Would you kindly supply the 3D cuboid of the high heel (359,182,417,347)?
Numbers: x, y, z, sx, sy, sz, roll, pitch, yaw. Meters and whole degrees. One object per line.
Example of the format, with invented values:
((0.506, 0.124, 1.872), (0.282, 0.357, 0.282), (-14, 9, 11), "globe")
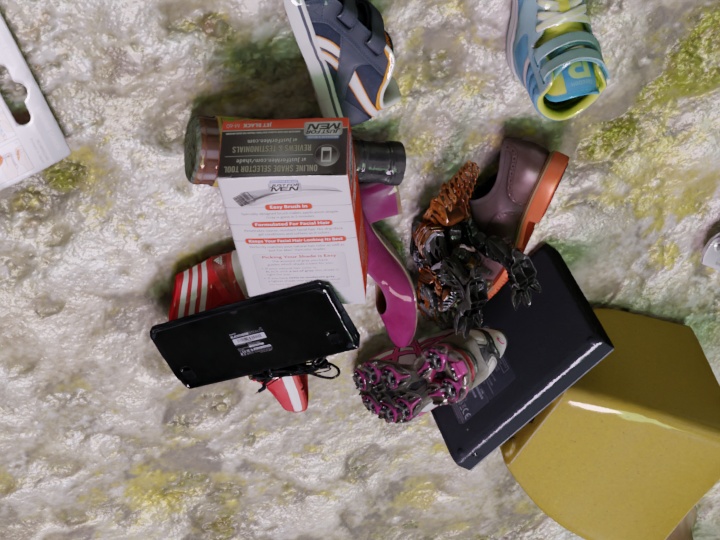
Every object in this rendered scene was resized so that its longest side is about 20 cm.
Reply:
((0.000, 0.000, 1.376), (0.095, 0.068, 0.202), (-16, 129, -10), "high heel")

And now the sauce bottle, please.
((-0.057, -0.103, 1.280), (0.197, 0.065, 0.065), (1, 129, -18), "sauce bottle")

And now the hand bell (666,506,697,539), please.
((0.400, 0.383, 1.729), (0.103, 0.201, 0.105), (-9, 131, -10), "hand bell")

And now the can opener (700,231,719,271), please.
((0.443, 0.003, 1.519), (0.198, 0.067, 0.053), (17, 122, -33), "can opener")

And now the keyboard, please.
((-0.093, 0.064, 1.335), (0.198, 0.040, 0.105), (-14, 120, 25), "keyboard")

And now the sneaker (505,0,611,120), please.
((0.173, -0.219, 1.205), (0.078, 0.131, 0.202), (-11, 131, -5), "sneaker")

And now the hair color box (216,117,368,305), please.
((-0.054, -0.047, 1.237), (0.109, 0.065, 0.201), (-1, 149, 4), "hair color box")

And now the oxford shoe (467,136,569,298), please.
((0.136, -0.050, 1.393), (0.072, 0.071, 0.201), (27, 130, 4), "oxford shoe")

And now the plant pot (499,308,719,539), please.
((0.248, 0.158, 1.510), (0.198, 0.195, 0.196), (20, 122, -23), "plant pot")

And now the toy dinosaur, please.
((0.088, -0.013, 1.351), (0.102, 0.136, 0.201), (-37, 145, -11), "toy dinosaur")

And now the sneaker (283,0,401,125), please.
((-0.018, -0.205, 1.198), (0.078, 0.079, 0.201), (-17, 143, 4), "sneaker")

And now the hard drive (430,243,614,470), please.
((0.150, 0.087, 1.446), (0.200, 0.140, 0.033), (-43, 136, 20), "hard drive")

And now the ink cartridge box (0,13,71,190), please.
((-0.366, -0.124, 1.192), (0.198, 0.047, 0.161), (-27, 131, -6), "ink cartridge box")

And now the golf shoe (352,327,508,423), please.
((0.071, 0.104, 1.449), (0.092, 0.073, 0.199), (-28, -174, -37), "golf shoe")

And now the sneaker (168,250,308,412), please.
((-0.126, 0.067, 1.408), (0.114, 0.079, 0.202), (-15, 120, 8), "sneaker")
